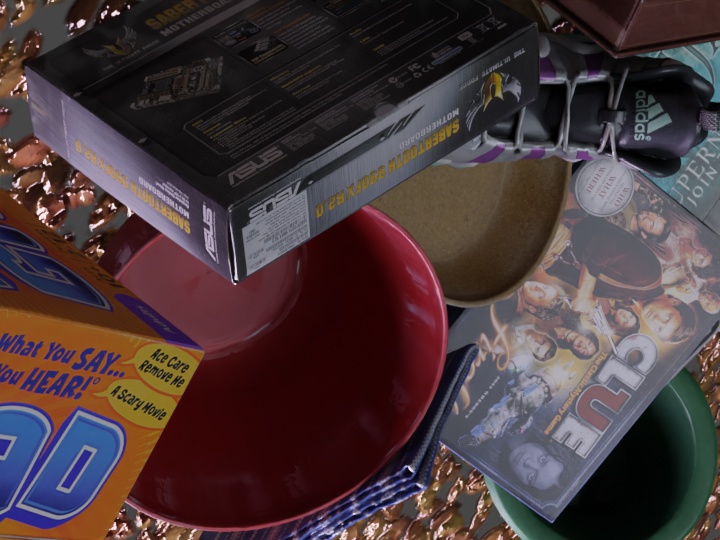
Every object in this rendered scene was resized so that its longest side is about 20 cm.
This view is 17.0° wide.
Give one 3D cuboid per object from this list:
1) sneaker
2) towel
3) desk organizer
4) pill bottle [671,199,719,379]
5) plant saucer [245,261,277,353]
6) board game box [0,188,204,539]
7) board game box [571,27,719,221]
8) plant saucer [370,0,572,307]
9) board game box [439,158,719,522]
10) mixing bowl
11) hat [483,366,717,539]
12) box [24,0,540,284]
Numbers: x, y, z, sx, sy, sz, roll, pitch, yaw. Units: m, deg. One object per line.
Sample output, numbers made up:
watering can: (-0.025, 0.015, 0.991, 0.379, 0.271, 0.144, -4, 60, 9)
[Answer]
sneaker: (0.124, -0.087, 1.283, 0.200, 0.140, 0.078, -16, 115, -49)
towel: (-0.022, 0.124, 1.356, 0.200, 0.024, 0.145, -33, -165, 28)
desk organizer: (0.189, -0.177, 1.330, 0.200, 0.072, 0.077, -14, 137, -47)
pill bottle: (0.164, 0.027, 1.554, 0.200, 0.114, 0.114, -44, 145, -15)
plant saucer: (0.000, 0.000, 1.404, 0.200, 0.037, 0.200, -30, 139, -30)
board game box: (-0.234, 0.057, 1.026, 0.200, 0.200, 0.200, 16, 107, -55)
board game box: (0.184, -0.110, 1.465, 0.135, 0.028, 0.200, 36, 87, -18)
plant saucer: (0.047, -0.079, 1.334, 0.200, 0.035, 0.200, 2, 88, -50)
board game box: (0.124, 0.034, 1.442, 0.135, 0.035, 0.200, 36, 96, -20)
mixing bowl: (-0.065, 0.024, 1.257, 0.200, 0.108, 0.200, -9, 121, -16)
hat: (0.147, 0.126, 1.701, 0.200, 0.176, 0.166, 37, 80, -15)
box: (-0.037, -0.092, 1.172, 0.200, 0.158, 0.048, -33, 138, -29)
